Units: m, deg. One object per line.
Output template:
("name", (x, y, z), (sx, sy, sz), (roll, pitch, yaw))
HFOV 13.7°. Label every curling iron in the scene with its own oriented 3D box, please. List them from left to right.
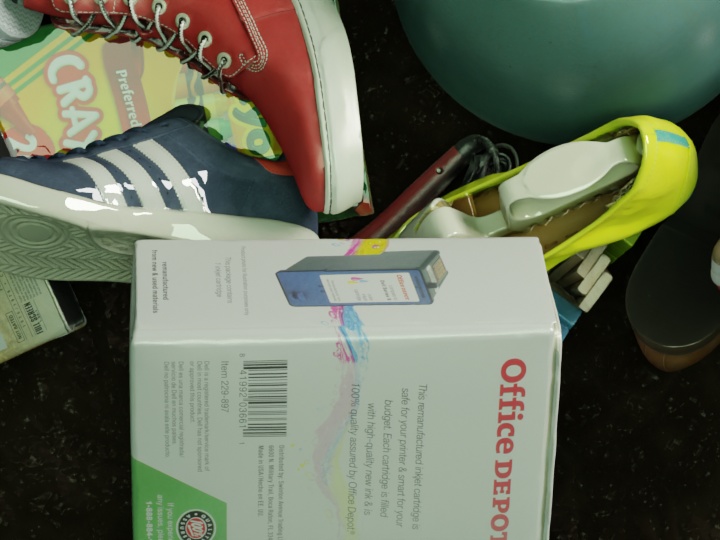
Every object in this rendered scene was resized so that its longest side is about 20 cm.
("curling iron", (0.000, 0.000, 1.536), (0.200, 0.050, 0.026), (-37, 135, 7))

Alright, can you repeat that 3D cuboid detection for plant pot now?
("plant pot", (0.105, -0.172, 1.447), (0.200, 0.161, 0.201), (-1, 82, 7))

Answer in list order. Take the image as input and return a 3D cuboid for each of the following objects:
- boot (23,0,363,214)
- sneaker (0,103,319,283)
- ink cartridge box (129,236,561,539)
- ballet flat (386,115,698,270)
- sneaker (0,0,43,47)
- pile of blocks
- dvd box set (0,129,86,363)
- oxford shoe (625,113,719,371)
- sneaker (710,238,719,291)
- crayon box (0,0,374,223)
("boot", (-0.082, -0.106, 1.446), (0.144, 0.072, 0.200), (-13, 66, -13))
("sneaker", (-0.117, -0.043, 1.457), (0.200, 0.075, 0.085), (9, 63, -20))
("ink cartridge box", (-0.010, 0.065, 1.429), (0.200, 0.088, 0.146), (0, 124, -3))
("ballet flat", (0.069, -0.023, 1.462), (0.200, 0.067, 0.067), (-26, 69, 18))
("sneaker", (-0.191, -0.204, 1.494), (0.071, 0.073, 0.200), (-6, 65, 31))
("pile of blocks", (0.084, 0.005, 1.517), (0.062, 0.082, 0.200), (36, 92, -3))
("dvd box set", (-0.254, 0.003, 1.506), (0.200, 0.029, 0.147), (-25, 89, 16))
("oxford shoe", (0.200, -0.033, 1.531), (0.071, 0.071, 0.200), (35, 76, 18))
("sneaker", (0.229, 0.031, 1.477), (0.071, 0.200, 0.113), (25, 110, 35))
("crayon box", (-0.100, -0.072, 1.525), (0.200, 0.051, 0.127), (-11, 93, -1))
